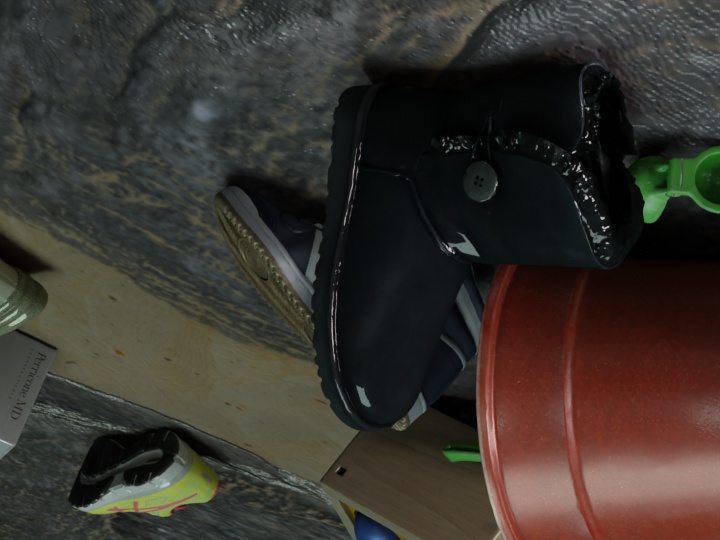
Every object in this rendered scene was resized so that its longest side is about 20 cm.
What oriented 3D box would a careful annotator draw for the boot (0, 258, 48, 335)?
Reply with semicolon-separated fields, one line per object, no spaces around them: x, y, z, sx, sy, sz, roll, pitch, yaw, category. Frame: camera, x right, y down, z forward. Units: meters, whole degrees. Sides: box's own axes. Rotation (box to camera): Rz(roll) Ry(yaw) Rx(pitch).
-0.363;-0.001;1.310;0.200;0.072;0.155;-4;148;40;boot

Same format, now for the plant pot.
0.194;0.075;0.933;0.195;0.201;0.201;-4;146;26;plant pot

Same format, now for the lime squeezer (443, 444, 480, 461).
0.147;0.112;1.140;0.200;0.038;0.071;-37;84;44;lime squeezer

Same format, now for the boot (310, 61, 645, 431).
0.062;-0.008;0.858;0.168;0.201;0.076;3;179;37;boot

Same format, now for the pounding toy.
0.081;0.235;1.283;0.184;0.142;0.200;24;153;36;pounding toy

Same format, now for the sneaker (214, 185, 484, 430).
0.000;0.000;1.063;0.200;0.108;0.070;47;162;15;sneaker

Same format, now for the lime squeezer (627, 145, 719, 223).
0.186;-0.038;0.872;0.200;0.038;0.071;-9;142;45;lime squeezer

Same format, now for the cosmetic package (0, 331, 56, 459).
-0.387;0.080;1.447;0.200;0.102;0.071;27;153;-16;cosmetic package

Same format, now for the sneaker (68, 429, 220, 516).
-0.217;0.216;1.619;0.090;0.078;0.200;34;151;-31;sneaker
